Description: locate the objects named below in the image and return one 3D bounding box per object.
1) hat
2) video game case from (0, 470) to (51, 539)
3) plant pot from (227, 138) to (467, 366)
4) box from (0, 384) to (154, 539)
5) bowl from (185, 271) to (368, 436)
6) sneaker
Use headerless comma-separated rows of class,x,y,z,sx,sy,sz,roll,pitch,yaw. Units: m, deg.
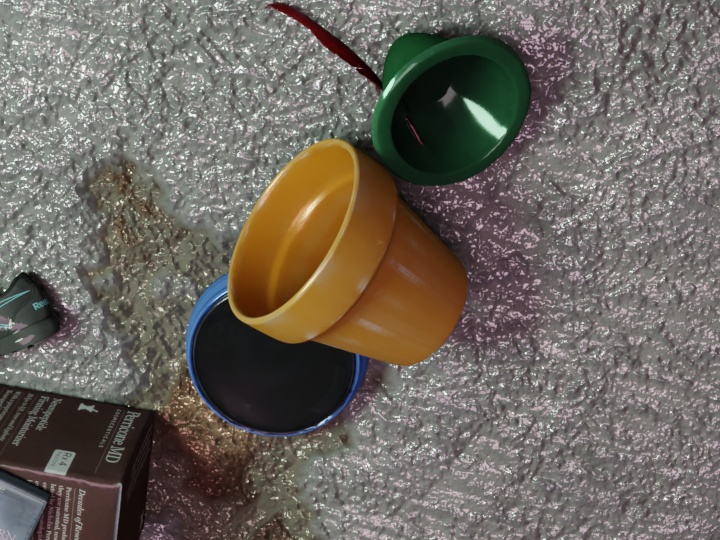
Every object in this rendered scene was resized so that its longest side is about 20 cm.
hat,0.050,-0.206,1.361,0.165,0.176,0.200,-38,137,6
video game case,-0.420,0.279,1.418,0.143,0.019,0.200,26,114,-5
plant pot,0.000,0.000,1.364,0.183,0.200,0.200,31,113,-29
box,-0.343,0.242,1.496,0.199,0.166,0.165,9,112,0
bowl,-0.091,0.089,1.481,0.200,0.039,0.201,2,112,4
sneaker,-0.426,0.066,1.491,0.199,0.075,0.080,-21,98,4
